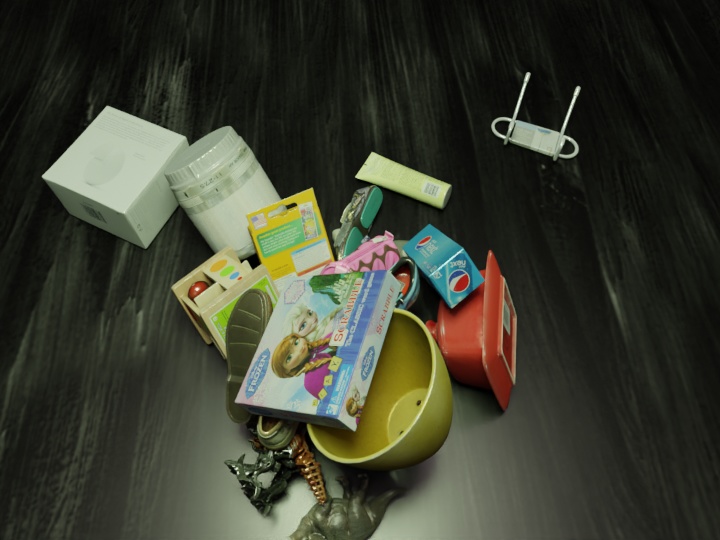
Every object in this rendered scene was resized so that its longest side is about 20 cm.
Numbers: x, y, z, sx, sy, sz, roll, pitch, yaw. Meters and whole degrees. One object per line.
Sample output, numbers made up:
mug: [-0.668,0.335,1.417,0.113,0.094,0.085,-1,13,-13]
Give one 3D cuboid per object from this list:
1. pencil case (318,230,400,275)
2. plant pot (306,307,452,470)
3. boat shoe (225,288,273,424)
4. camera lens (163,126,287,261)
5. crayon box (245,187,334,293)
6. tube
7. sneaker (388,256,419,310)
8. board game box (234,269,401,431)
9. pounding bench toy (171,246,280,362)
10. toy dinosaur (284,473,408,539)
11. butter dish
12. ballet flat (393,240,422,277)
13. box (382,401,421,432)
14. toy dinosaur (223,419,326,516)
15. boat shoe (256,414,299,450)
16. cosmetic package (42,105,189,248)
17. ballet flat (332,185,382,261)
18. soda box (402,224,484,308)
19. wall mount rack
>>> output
pencil case: [0.000,0.000,0.949,0.090,0.095,0.200,34,30,11]
plant pot: [0.045,0.176,0.725,0.196,0.142,0.204,-25,42,25]
boat shoe: [-0.163,0.126,0.846,0.070,0.068,0.207,14,98,25]
camera lens: [-0.237,-0.131,0.997,0.156,0.203,0.162,-23,29,14]
crayon box: [-0.115,-0.032,0.963,0.123,0.205,0.052,-22,26,-14]
tube: [0.091,-0.185,1.137,0.196,0.053,0.058,24,21,17]
sneaker: [0.032,0.060,0.840,0.077,0.091,0.203,22,64,12]
board game box: [-0.058,0.099,0.740,0.195,0.041,0.204,-6,53,40]
pounding bench toy: [-0.204,0.088,0.940,0.123,0.204,0.154,-37,35,-23]
toy dinosaur: [-0.025,0.362,0.815,0.194,0.077,0.106,-6,77,-17]
butter dish: [0.175,0.102,0.911,0.144,0.201,0.204,-4,56,25]
ballet flat: [0.134,-0.014,1.025,0.197,0.064,0.068,34,60,18]
box: [0.023,0.178,0.888,0.124,0.110,0.205,-9,60,-5]
toy dinosaur: [-0.122,0.275,0.821,0.135,0.198,0.104,-38,109,-26]
boat shoe: [-0.097,0.159,0.817,0.071,0.063,0.204,12,60,8]
cosmetic package: [-0.461,-0.186,1.088,0.195,0.124,0.203,22,63,13]
ballet flat: [-0.017,-0.078,1.070,0.070,0.073,0.204,17,61,10]
soda box: [0.127,-0.013,0.889,0.067,0.200,0.065,-38,107,4]
wall mount rack: [0.394,-0.332,1.203,0.195,0.075,0.177,20,62,10]
